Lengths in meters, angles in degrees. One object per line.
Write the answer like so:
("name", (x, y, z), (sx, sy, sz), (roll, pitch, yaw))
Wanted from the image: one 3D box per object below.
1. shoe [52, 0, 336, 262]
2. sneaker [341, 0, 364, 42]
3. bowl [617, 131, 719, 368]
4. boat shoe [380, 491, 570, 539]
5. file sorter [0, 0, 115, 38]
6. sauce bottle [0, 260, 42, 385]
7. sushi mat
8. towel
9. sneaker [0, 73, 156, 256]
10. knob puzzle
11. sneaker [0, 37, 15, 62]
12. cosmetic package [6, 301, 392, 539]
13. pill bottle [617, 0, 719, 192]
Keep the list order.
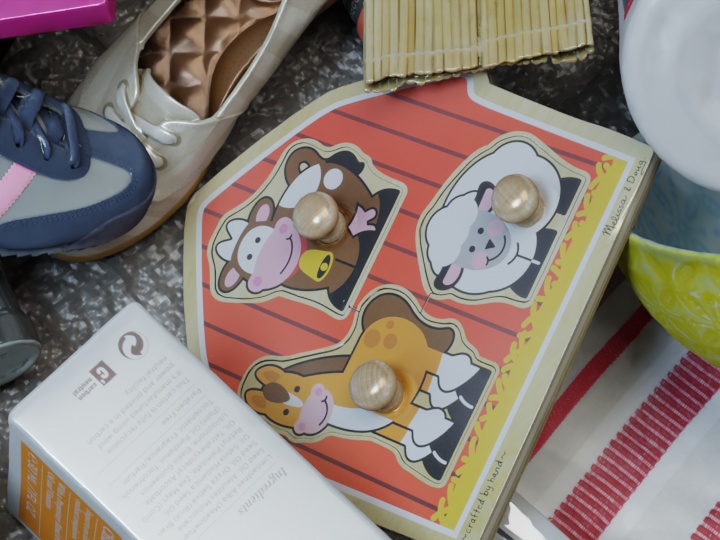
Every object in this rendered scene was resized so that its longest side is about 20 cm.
("shoe", (-0.074, -0.090, 1.058), (0.070, 0.053, 0.200), (37, 78, 11))
("sneaker", (0.071, -0.168, 1.130), (0.199, 0.077, 0.082), (-26, 64, -21))
("bowl", (0.202, -0.003, 1.013), (0.199, 0.200, 0.108), (-23, 114, -19))
("boat shoe", (0.084, 0.155, 0.973), (0.200, 0.072, 0.066), (42, 69, 12))
("file sorter", (-0.205, -0.172, 0.952), (0.198, 0.126, 0.140), (-7, 60, 8))
("sauce bottle", (-0.188, -0.045, 1.028), (0.064, 0.065, 0.201), (-21, 68, -19))
("sushi mat", (0.048, -0.148, 1.068), (0.095, 0.012, 0.201), (-7, 44, 7))
("towel", (0.130, 0.076, 1.047), (0.200, 0.023, 0.144), (38, 65, 10))
("sneaker", (-0.156, -0.057, 0.950), (0.199, 0.082, 0.070), (5, 48, -35))
("knob puzzle", (0.000, 0.000, 1.001), (0.218, 0.030, 0.221), (-12, 65, 27))
("sneaker", (-0.099, -0.162, 1.056), (0.111, 0.073, 0.201), (25, 96, 6))
("cosmetic package", (-0.043, 0.118, 0.952), (0.200, 0.102, 0.071), (42, 65, 12))
("pill bottle", (0.160, -0.116, 1.018), (0.110, 0.111, 0.200), (15, 25, -2))
